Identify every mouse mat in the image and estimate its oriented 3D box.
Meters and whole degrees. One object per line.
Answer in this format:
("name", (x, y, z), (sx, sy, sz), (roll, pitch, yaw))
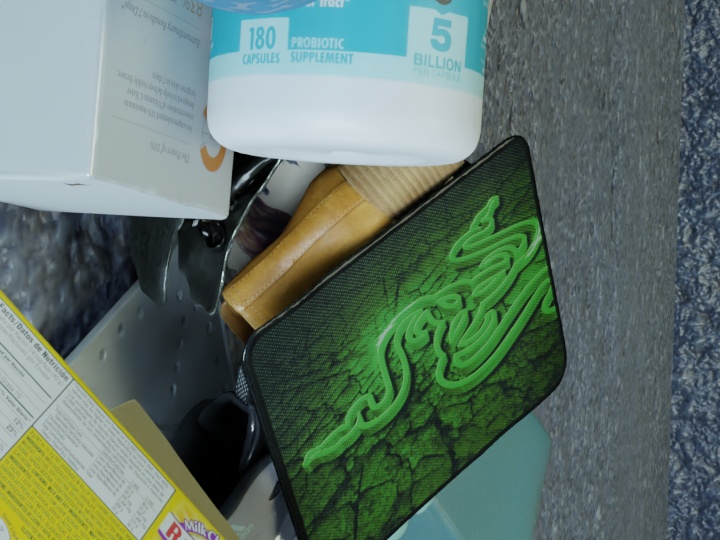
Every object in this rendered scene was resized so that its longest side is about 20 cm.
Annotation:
("mouse mat", (0.031, 0.045, 0.746), (0.200, 0.008, 0.162), (-38, 130, -30))

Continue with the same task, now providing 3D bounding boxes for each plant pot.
("plant pot", (0.015, 0.111, 0.954), (0.200, 0.140, 0.142), (57, 39, -44))

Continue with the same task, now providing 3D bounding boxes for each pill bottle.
("pill bottle", (-0.002, -0.145, 0.600), (0.111, 0.110, 0.201), (3, 89, -71))

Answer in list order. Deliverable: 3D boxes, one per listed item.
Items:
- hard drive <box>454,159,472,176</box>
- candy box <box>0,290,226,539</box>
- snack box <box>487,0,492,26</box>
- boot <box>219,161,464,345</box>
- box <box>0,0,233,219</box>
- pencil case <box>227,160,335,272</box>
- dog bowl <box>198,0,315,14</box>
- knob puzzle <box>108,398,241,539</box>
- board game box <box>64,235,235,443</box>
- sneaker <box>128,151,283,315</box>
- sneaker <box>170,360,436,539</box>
("hard drive", (0.042, 0.011, 1.028), (0.200, 0.134, 0.042), (69, -1, -50))
("candy box", (-0.113, 0.098, 0.578), (0.200, 0.026, 0.102), (50, 30, -9))
("snack box", (0.007, -0.214, 0.896), (0.200, 0.024, 0.072), (34, 56, -33))
("boot", (0.000, 0.000, 0.793), (0.144, 0.071, 0.201), (-42, 158, -1))
("box", (-0.111, -0.128, 0.602), (0.124, 0.097, 0.201), (15, 79, -71))
("pencil case", (-0.018, -0.087, 0.786), (0.089, 0.078, 0.200), (-47, 168, -46))
("dog bowl", (-0.032, -0.182, 0.521), (0.050, 0.111, 0.201), (59, 37, -78))
("knob puzzle", (-0.094, 0.164, 0.597), (0.219, 0.030, 0.220), (32, 36, -26))
("board game box", (-0.111, 0.106, 0.749), (0.200, 0.026, 0.201), (-56, 144, -55))
("sneaker", (-0.057, -0.088, 0.685), (0.060, 0.104, 0.200), (11, 120, -43))
("sneaker", (-0.032, 0.088, 0.750), (0.200, 0.077, 0.140), (-42, 135, -34))
